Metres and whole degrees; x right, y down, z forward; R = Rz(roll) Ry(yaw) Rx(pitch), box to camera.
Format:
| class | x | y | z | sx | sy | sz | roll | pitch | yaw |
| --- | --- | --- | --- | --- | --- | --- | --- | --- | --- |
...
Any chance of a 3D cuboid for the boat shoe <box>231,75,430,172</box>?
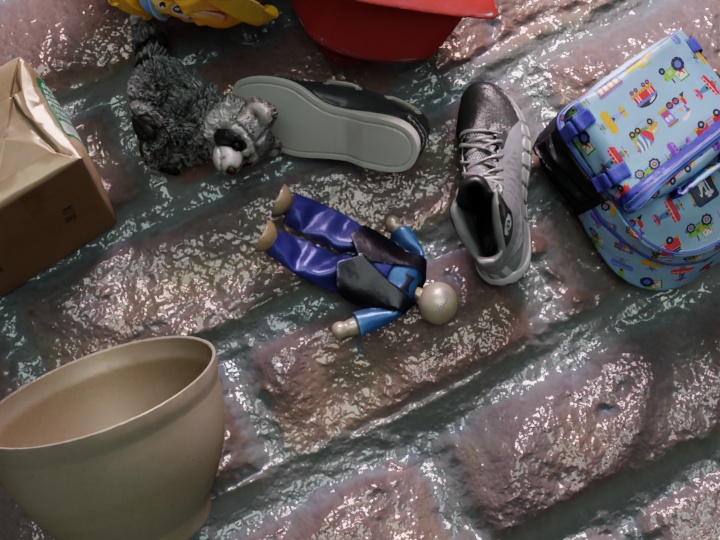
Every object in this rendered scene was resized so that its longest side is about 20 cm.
| class | x | y | z | sx | sy | sz | roll | pitch | yaw |
| --- | --- | --- | --- | --- | --- | --- | --- | --- | --- |
| boat shoe | -0.028 | -0.151 | 0.930 | 0.196 | 0.075 | 0.061 | 14 | 35 | 16 |

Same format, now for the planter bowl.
| class | x | y | z | sx | sy | sz | roll | pitch | yaw |
| --- | --- | --- | --- | --- | --- | --- | --- | --- | --- |
| planter bowl | -0.199 | 0.158 | 0.800 | 0.197 | 0.200 | 0.137 | -16 | 106 | -7 |

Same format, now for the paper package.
| class | x | y | z | sx | sy | sz | roll | pitch | yaw |
| --- | --- | --- | --- | --- | --- | --- | --- | --- | --- |
| paper package | -0.320 | -0.060 | 0.822 | 0.189 | 0.200 | 0.104 | -34 | 82 | -11 |

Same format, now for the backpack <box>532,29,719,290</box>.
| class | x | y | z | sx | sy | sz | roll | pitch | yaw |
| --- | --- | --- | --- | --- | --- | --- | --- | --- | --- |
| backpack | 0.285 | -0.092 | 0.902 | 0.181 | 0.135 | 0.202 | -30 | 84 | -9 |

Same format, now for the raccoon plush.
| class | x | y | z | sx | sy | sz | roll | pitch | yaw |
| --- | --- | --- | --- | --- | --- | --- | --- | --- | --- |
| raccoon plush | -0.147 | -0.179 | 0.904 | 0.131 | 0.097 | 0.204 | -10 | 79 | 0 |

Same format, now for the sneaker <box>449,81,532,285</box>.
| class | x | y | z | sx | sy | sz | roll | pitch | yaw |
| --- | --- | --- | --- | --- | --- | --- | --- | --- | --- |
| sneaker | 0.118 | -0.093 | 0.892 | 0.074 | 0.115 | 0.204 | -11 | 78 | 20 |

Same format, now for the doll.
| class | x | y | z | sx | sy | sz | roll | pitch | yaw |
| --- | --- | --- | --- | --- | --- | --- | --- | --- | --- |
| doll | 0.000 | 0.000 | 0.905 | 0.197 | 0.049 | 0.138 | 25 | 68 | -5 |

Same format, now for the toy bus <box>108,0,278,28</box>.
| class | x | y | z | sx | sy | sz | roll | pitch | yaw |
| --- | --- | --- | --- | --- | --- | --- | --- | --- | --- |
| toy bus | -0.187 | -0.298 | 0.871 | 0.189 | 0.135 | 0.203 | -22 | 79 | 20 |

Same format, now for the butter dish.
| class | x | y | z | sx | sy | sz | roll | pitch | yaw |
| --- | --- | --- | --- | --- | --- | --- | --- | --- | --- |
| butter dish | 0.002 | -0.264 | 0.919 | 0.196 | 0.149 | 0.202 | 0 | 48 | -26 |
